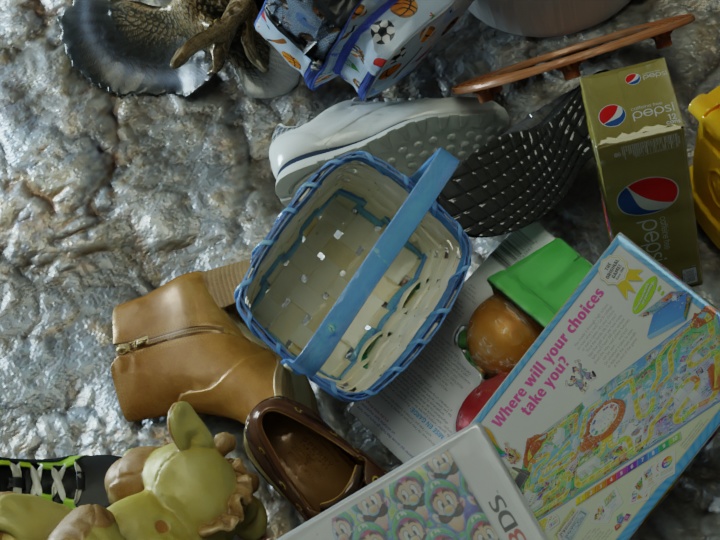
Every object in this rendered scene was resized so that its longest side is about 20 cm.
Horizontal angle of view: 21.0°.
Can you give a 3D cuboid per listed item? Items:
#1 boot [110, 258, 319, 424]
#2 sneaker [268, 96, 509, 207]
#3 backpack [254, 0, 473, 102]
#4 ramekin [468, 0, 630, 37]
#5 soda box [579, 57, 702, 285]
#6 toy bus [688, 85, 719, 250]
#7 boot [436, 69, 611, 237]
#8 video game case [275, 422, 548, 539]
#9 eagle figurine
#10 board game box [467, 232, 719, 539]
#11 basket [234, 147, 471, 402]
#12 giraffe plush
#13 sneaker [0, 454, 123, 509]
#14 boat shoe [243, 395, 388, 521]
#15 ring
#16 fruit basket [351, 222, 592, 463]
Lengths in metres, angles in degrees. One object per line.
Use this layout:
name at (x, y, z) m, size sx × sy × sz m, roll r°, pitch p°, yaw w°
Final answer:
boot at (-0.115, 0.095, 1.487) m, size 0.144 × 0.071 × 0.202 m, roll -24°, pitch 62°, yaw 14°
sneaker at (0.021, -0.113, 1.583) m, size 0.199 × 0.077 × 0.081 m, roll -13°, pitch 45°, yaw 4°
backpack at (0.005, -0.230, 1.557) m, size 0.200 × 0.190 × 0.154 m, roll -37°, pitch 93°, yaw -21°
ramekin at (0.158, -0.295, 1.653) m, size 0.200 × 0.098 × 0.201 m, roll -6°, pitch 56°, yaw 9°
soda box at (0.207, -0.064, 1.420) m, size 0.064 × 0.200 × 0.068 m, roll -13°, pitch 55°, yaw 5°
toy bus at (0.341, -0.116, 1.429) m, size 0.200 × 0.192 × 0.136 m, roll -30°, pitch 53°, yaw -9°
boot at (0.117, -0.073, 1.493) m, size 0.200 × 0.132 × 0.070 m, roll -32°, pitch 93°, yaw -28°
video game case at (0.040, 0.230, 1.308) m, size 0.200 × 0.024 × 0.182 m, roll -31°, pitch 79°, yaw 6°
eagle figurine at (-0.151, -0.227, 1.689) m, size 0.151 × 0.152 × 0.200 m, roll -3°, pitch 7°, yaw -36°
board game box at (0.169, 0.094, 1.320) m, size 0.134 × 0.034 × 0.200 m, roll 40°, pitch 97°, yaw 14°
basket at (0.000, 0.000, 1.367) m, size 0.139 × 0.200 × 0.177 m, roll 37°, pitch 81°, yaw 0°
giraffe plush at (-0.150, 0.183, 1.380) m, size 0.199 × 0.173 × 0.162 m, roll 20°, pitch 55°, yaw 16°
sneaker at (-0.263, 0.174, 1.450) m, size 0.199 × 0.083 × 0.072 m, roll -14°, pitch 55°, yaw 4°
boat shoe at (-0.007, 0.167, 1.369) m, size 0.200 × 0.068 × 0.072 m, roll 43°, pitch 82°, yaw 9°
ring at (0.169, -0.166, 1.536) m, size 0.200 × 0.200 × 0.019 m, roll -17°, pitch 96°, yaw 3°
fruit basket at (0.122, 0.088, 1.413) m, size 0.185 × 0.094 × 0.200 m, roll 40°, pitch 90°, yaw 28°
